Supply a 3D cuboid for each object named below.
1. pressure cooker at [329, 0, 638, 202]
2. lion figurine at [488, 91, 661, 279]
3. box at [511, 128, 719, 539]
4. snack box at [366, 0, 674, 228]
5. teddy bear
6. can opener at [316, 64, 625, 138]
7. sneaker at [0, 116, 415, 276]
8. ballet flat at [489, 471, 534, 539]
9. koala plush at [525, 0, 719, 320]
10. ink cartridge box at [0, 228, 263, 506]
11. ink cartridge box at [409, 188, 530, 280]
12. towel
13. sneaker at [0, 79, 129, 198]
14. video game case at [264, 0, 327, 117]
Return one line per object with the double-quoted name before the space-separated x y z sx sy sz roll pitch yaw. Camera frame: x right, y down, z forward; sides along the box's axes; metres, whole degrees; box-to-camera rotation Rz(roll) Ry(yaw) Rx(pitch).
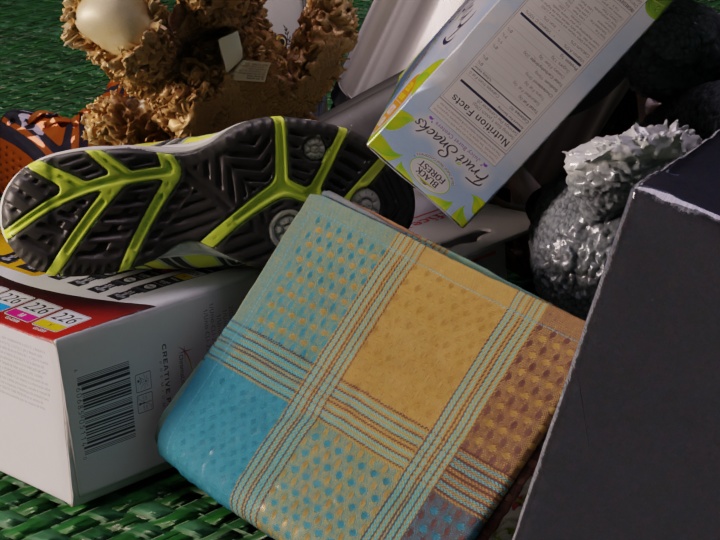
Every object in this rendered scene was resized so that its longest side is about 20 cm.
"pressure cooker" 0.076 -0.113 1.235 0.176 0.200 0.179 10 23 -44
"lion figurine" 0.143 -0.040 1.148 0.199 0.123 0.073 -18 32 -1
"box" 0.146 0.054 0.652 0.123 0.201 0.198 26 30 21
"snack box" 0.097 -0.131 0.970 0.068 0.200 0.169 39 16 -6
"teddy bear" -0.073 -0.098 0.992 0.200 0.145 0.067 32 8 -48
"can opener" 0.052 -0.086 1.107 0.200 0.067 0.053 -27 12 15
"sneaker" -0.073 -0.037 0.953 0.199 0.076 0.076 0 5 -15
"ballet flat" 0.022 0.070 0.883 0.075 0.064 0.200 -15 22 -32
"koala plush" 0.155 -0.021 0.970 0.183 0.178 0.200 25 28 31
"ink cartridge box" -0.136 0.029 1.009 0.175 0.084 0.200 -19 23 -40
"ink cartridge box" 0.000 0.000 1.091 0.115 0.068 0.200 -21 24 -39
"towel" 0.003 0.054 0.850 0.200 0.147 0.022 27 -10 48
"sneaker" -0.161 -0.097 1.234 0.112 0.200 0.078 23 -14 31
"video game case" -0.049 -0.126 1.303 0.045 0.182 0.200 -5 18 2
